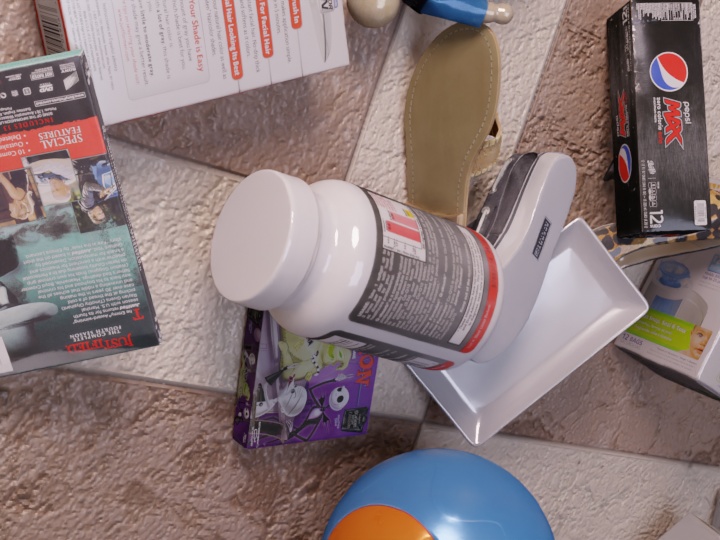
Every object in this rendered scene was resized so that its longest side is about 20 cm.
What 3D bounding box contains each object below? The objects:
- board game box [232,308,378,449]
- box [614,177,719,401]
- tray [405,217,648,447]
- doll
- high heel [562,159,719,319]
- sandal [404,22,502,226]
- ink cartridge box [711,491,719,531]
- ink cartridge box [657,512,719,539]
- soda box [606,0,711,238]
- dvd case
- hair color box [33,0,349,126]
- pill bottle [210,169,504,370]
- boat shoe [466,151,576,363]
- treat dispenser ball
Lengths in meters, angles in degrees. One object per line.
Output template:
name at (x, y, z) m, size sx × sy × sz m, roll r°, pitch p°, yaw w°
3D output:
board game box at (-0.034, 0.041, 0.897) m, size 0.120 × 0.032 × 0.200 m, roll -4°, pitch 108°, yaw -39°
box at (0.363, 0.020, 1.119) m, size 0.101 × 0.112 × 0.200 m, roll 30°, pitch 87°, yaw -37°
tray at (0.144, 0.054, 0.985) m, size 0.200 × 0.022 × 0.107 m, roll -39°, pitch 96°, yaw 2°
doll at (0.072, -0.242, 0.844) m, size 0.200 × 0.048 × 0.137 m, roll -36°, pitch 91°, yaw -21°
high heel at (0.261, 0.003, 1.026) m, size 0.142 × 0.071 × 0.200 m, roll 26°, pitch 84°, yaw 4°
sandal at (0.080, -0.101, 0.916) m, size 0.070 × 0.078 × 0.212 m, roll -24°, pitch 128°, yaw -56°
ink cartridge box at (0.500, 0.336, 1.369) m, size 0.200 × 0.047 × 0.160 m, roll -2°, pitch 107°, yaw -33°
ink cartridge box at (0.377, 0.391, 1.245) m, size 0.144 × 0.085 × 0.200 m, roll -39°, pitch 117°, yaw -6°
soda box at (0.257, -0.129, 0.971) m, size 0.063 × 0.071 × 0.200 m, roll -2°, pitch 88°, yaw -5°
dvd case at (-0.219, -0.028, 0.705) m, size 0.146 × 0.022 × 0.200 m, roll -12°, pitch 114°, yaw -2°
hair color box at (-0.110, -0.173, 0.745) m, size 0.200 × 0.064 × 0.111 m, roll -19°, pitch 116°, yaw -28°
pill bottle at (0.000, 0.000, 0.817) m, size 0.200 × 0.116 × 0.116 m, roll 18°, pitch 95°, yaw -38°
boat shoe at (0.114, -0.016, 0.940) m, size 0.072 × 0.068 × 0.200 m, roll 44°, pitch 64°, yaw -46°
treat dispenser ball at (0.064, 0.249, 0.927) m, size 0.201 × 0.201 × 0.201 m, roll -13°, pitch 113°, yaw -32°
